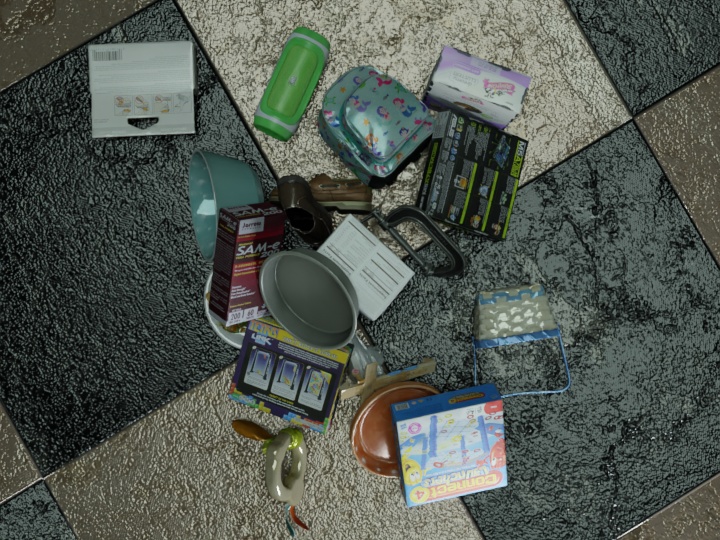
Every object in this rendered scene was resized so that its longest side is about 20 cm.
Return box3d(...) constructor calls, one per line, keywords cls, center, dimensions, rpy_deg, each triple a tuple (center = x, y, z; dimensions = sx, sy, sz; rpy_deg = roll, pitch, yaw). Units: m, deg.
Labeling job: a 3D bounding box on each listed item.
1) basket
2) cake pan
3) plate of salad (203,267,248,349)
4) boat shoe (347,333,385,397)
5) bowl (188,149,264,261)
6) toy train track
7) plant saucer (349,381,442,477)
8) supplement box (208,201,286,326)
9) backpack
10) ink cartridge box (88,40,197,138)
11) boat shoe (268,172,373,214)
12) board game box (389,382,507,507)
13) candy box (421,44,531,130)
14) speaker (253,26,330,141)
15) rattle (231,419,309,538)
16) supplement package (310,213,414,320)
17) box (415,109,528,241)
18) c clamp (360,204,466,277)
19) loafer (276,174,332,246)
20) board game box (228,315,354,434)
box3d(cls="basket", center=(0.290, 0.131, 1.666), dimensions=(0.174, 0.139, 0.203), rpy_deg=(-6, 82, 3))
box3d(cls="cake pan", center=(-0.084, 0.045, 1.550), dimensions=(0.200, 0.200, 0.037), rpy_deg=(43, 48, 0))
box3d(cls="plate of salad", center=(-0.197, 0.052, 1.700), dimensions=(0.197, 0.048, 0.203), rpy_deg=(0, 87, -2))
box3d(cls="boat shoe", center=(0.015, 0.179, 1.695), dimensions=(0.068, 0.072, 0.202), rpy_deg=(-27, 86, -18))
box3d(cls="bowl", center=(-0.240, -0.123, 1.648), dimensions=(0.104, 0.200, 0.204), rpy_deg=(-8, 88, -21))
box3d(cls="toy train track", center=(0.046, 0.191, 1.650), dimensions=(0.198, 0.033, 0.116), rpy_deg=(-13, 131, -25))
box3d(cls="plant saucer", center=(0.075, 0.292, 1.671), dimensions=(0.197, 0.032, 0.203), rpy_deg=(-6, 116, -13))
box3d(cls="supplement box", center=(-0.199, -0.012, 1.587), dimensions=(0.061, 0.108, 0.203), rpy_deg=(29, 120, 39))
box3d(cls="backpack", center=(0.021, -0.277, 1.675), dimensions=(0.200, 0.151, 0.177), rpy_deg=(43, 73, 9))
box3d(cls="ink cartridge box", center=(-0.409, -0.339, 1.709), dimensions=(0.197, 0.045, 0.179), rpy_deg=(-2, 87, -2))
box3d(cls="boat shoe", center=(-0.075, -0.147, 1.706), dimensions=(0.197, 0.072, 0.069), rpy_deg=(4, 83, -11))
box3d(cls="board game box", center=(0.164, 0.319, 1.650), dimensions=(0.197, 0.056, 0.198), rpy_deg=(-11, 117, -5))
box3d(cls="candy box", center=(0.206, -0.326, 1.653), dimensions=(0.166, 0.200, 0.072), rpy_deg=(21, 87, -2))
box3d(cls="speaker", center=(-0.129, -0.349, 1.700), dimensions=(0.088, 0.088, 0.202), rpy_deg=(24, 87, -1))
box3d(cls="rattle", center=(-0.170, 0.389, 1.680), dimensions=(0.141, 0.131, 0.203), rpy_deg=(-1, 114, 9))
box3d(cls="supplement package", center=(0.000, 0.000, 1.632), dimensions=(0.156, 0.200, 0.111), rpy_deg=(42, 87, 1))
box3d(cls="box", center=(0.209, -0.175, 1.687), dimensions=(0.191, 0.047, 0.203), rpy_deg=(15, 87, -31))
box3d(cls="c clamp", center=(0.100, -0.054, 1.687), dimensions=(0.200, 0.171, 0.027), rpy_deg=(43, 54, -10))
box3d(cls="loafer", center=(-0.105, -0.092, 1.641), dimensions=(0.072, 0.200, 0.072), rpy_deg=(-10, 59, 16))
box3d(cls="board game box", center=(-0.128, 0.185, 1.658), dimensions=(0.198, 0.057, 0.167), rpy_deg=(19, 102, 9))
